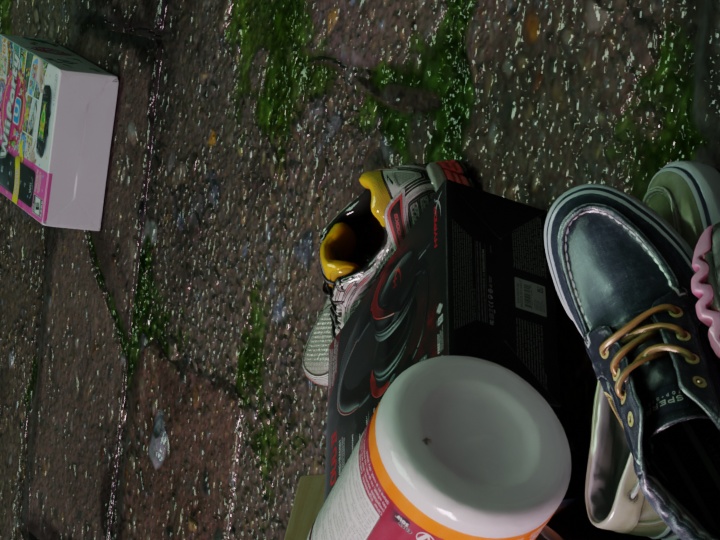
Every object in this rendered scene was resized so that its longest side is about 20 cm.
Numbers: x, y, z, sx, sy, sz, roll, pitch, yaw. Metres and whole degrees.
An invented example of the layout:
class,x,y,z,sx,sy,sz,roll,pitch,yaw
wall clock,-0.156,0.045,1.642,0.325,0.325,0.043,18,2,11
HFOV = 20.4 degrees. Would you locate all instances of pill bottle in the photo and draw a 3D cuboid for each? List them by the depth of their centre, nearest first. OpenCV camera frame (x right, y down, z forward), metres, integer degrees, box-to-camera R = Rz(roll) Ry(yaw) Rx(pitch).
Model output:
class,x,y,z,sx,sy,sz,roll,pitch,yaw
pill bottle,0.032,0.146,1.102,0.201,0.109,0.110,116,144,-46

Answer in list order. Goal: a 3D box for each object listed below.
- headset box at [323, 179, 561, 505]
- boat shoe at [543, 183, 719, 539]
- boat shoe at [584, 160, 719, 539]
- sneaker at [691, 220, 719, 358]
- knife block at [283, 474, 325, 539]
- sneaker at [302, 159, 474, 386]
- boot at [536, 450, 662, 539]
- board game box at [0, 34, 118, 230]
class,x,y,z,sx,sy,sz,roll,pitch,yaw
headset box,0.041,0.069,1.210,0.200,0.074,0.150,125,155,-45
boat shoe,0.147,0.044,0.972,0.071,0.091,0.201,-33,79,16
boat shoe,0.157,0.042,1.045,0.072,0.062,0.202,1,89,61
sneaker,0.225,0.044,0.931,0.095,0.079,0.201,-40,51,26
knife block,-0.024,0.224,1.262,0.176,0.063,0.202,36,-129,-73
sneaker,0.000,0.000,1.320,0.201,0.082,0.078,-63,37,38
boot,0.131,0.188,1.084,0.200,0.074,0.098,-118,31,-59
board game box,-0.300,-0.135,1.910,0.200,0.064,0.149,31,114,60
